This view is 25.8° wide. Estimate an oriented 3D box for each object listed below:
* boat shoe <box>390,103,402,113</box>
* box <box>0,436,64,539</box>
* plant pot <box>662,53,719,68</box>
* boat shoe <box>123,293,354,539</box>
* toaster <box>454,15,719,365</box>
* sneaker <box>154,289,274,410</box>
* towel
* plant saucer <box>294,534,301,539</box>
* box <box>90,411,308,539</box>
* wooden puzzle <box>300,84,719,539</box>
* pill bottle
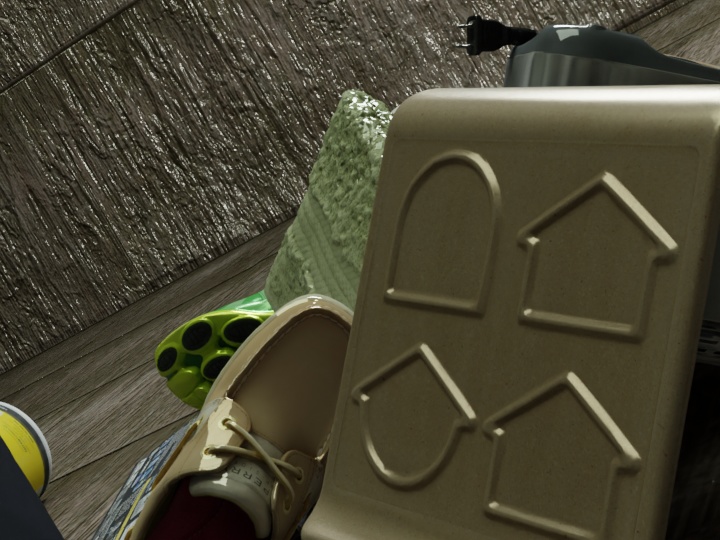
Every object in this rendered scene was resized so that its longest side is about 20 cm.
[{"bbox_3d":[0.048,0.000,0.853,0.074,0.202,0.093,2,-7,-21],"label":"boat shoe"},{"bbox_3d":[-0.203,0.169,0.600,0.199,0.199,0.123,-30,9,5],"label":"box"},{"bbox_3d":[0.188,-0.079,0.994,0.199,0.093,0.201,11,17,-3],"label":"plant pot"},{"bbox_3d":[-0.055,0.102,0.705,0.201,0.073,0.069,-60,5,-6],"label":"boat shoe"},{"bbox_3d":[0.130,-0.031,0.691,0.198,0.130,0.114,10,2,-7],"label":"toaster"},{"bbox_3d":[-0.040,0.036,1.042,0.199,0.075,0.084,-24,6,8],"label":"sneaker"},{"bbox_3d":[0.000,0.000,0.812,0.200,0.036,0.149,-116,43,-58],"label":"towel"},{"bbox_3d":[0.027,0.120,0.700,0.199,0.030,0.200,-30,8,5],"label":"plant saucer"},{"bbox_3d":[-0.084,0.123,0.862,0.161,0.049,0.200,-42,9,19],"label":"box"},{"bbox_3d":[0.063,0.028,0.605,0.046,0.202,0.185,18,-6,-37],"label":"wooden puzzle"},{"bbox_3d":[-0.374,0.205,1.415,0.112,0.113,0.200,-26,8,30],"label":"pill bottle"}]
